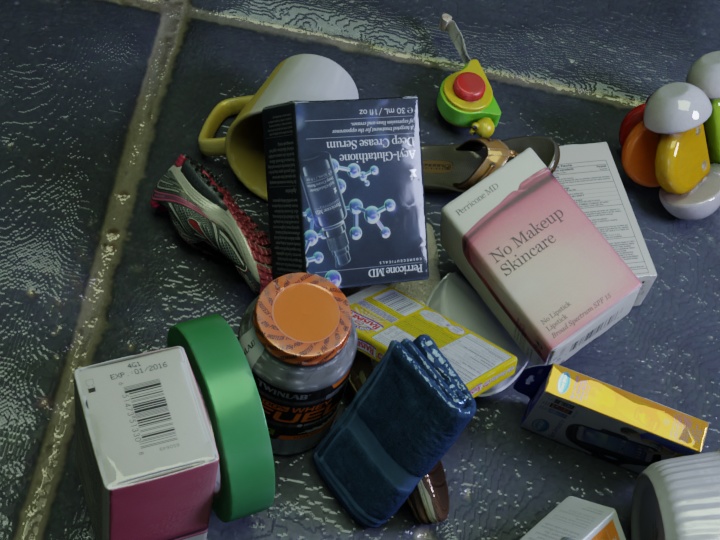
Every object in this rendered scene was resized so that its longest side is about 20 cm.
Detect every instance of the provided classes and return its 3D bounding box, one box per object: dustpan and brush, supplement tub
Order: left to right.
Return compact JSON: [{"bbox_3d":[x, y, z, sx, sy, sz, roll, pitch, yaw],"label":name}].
[{"bbox_3d":[-0.070,0.096,1.337,0.121,0.201,0.123,5,56,-7],"label":"supplement tub"},{"bbox_3d":[0.108,0.103,1.436,0.139,0.057,0.200,42,33,-3],"label":"dustpan and brush"}]

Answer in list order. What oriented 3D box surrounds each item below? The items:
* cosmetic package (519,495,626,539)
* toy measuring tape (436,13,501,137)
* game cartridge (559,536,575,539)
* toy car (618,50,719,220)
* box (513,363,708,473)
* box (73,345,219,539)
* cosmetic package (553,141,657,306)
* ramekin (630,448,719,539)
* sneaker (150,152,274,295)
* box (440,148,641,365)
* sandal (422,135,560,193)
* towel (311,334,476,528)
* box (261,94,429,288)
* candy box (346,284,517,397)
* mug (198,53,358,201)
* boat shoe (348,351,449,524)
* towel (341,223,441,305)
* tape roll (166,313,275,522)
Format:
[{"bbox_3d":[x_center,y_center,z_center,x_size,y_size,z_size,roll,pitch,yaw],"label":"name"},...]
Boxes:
[{"bbox_3d":[0.181,0.326,1.285,0.199,0.071,0.102,-35,112,-27],"label":"cosmetic package"},{"bbox_3d":[0.120,-0.250,1.680,0.073,0.074,0.201,-12,60,-18],"label":"toy measuring tape"},{"bbox_3d":[0.208,0.360,1.242,0.133,0.041,0.201,-42,117,-29],"label":"game cartridge"},{"bbox_3d":[0.411,-0.175,1.651,0.199,0.176,0.149,-36,33,-28],"label":"toy car"},{"bbox_3d":[0.260,0.163,1.403,0.198,0.119,0.042,19,64,3],"label":"box"},{"bbox_3d":[-0.209,0.184,1.252,0.108,0.201,0.129,-13,60,-19],"label":"box"},{"bbox_3d":[0.274,-0.053,1.578,0.104,0.071,0.201,-5,58,-12],"label":"cosmetic package"},{"bbox_3d":[0.339,0.280,1.303,0.104,0.201,0.202,-1,57,-1],"label":"ramekin"},{"bbox_3d":[-0.162,-0.043,1.489,0.075,0.081,0.200,-46,64,9],"label":"sneaker"},{"bbox_3d":[0.195,-0.009,1.435,0.127,0.109,0.201,-35,73,-8],"label":"box"},{"bbox_3d":[0.141,-0.134,1.576,0.198,0.055,0.082,3,68,17],"label":"sandal"},{"bbox_3d":[0.030,0.166,1.314,0.048,0.201,0.112,-10,53,-49],"label":"towel"},{"bbox_3d":[-0.017,-0.084,1.417,0.147,0.107,0.202,-6,95,-24],"label":"box"},{"bbox_3d":[0.058,0.075,1.378,0.199,0.027,0.102,30,40,35],"label":"candy box"},{"bbox_3d":[-0.086,-0.187,1.559,0.185,0.150,0.154,22,48,-3],"label":"mug"},{"bbox_3d":[0.033,0.181,1.392,0.074,0.075,0.204,-25,66,15],"label":"boat shoe"},{"bbox_3d":[0.000,0.000,1.514,0.198,0.035,0.134,-2,58,-12],"label":"towel"},{"bbox_3d":[-0.141,0.146,1.290,0.048,0.201,0.202,-15,61,-18],"label":"tape roll"}]
